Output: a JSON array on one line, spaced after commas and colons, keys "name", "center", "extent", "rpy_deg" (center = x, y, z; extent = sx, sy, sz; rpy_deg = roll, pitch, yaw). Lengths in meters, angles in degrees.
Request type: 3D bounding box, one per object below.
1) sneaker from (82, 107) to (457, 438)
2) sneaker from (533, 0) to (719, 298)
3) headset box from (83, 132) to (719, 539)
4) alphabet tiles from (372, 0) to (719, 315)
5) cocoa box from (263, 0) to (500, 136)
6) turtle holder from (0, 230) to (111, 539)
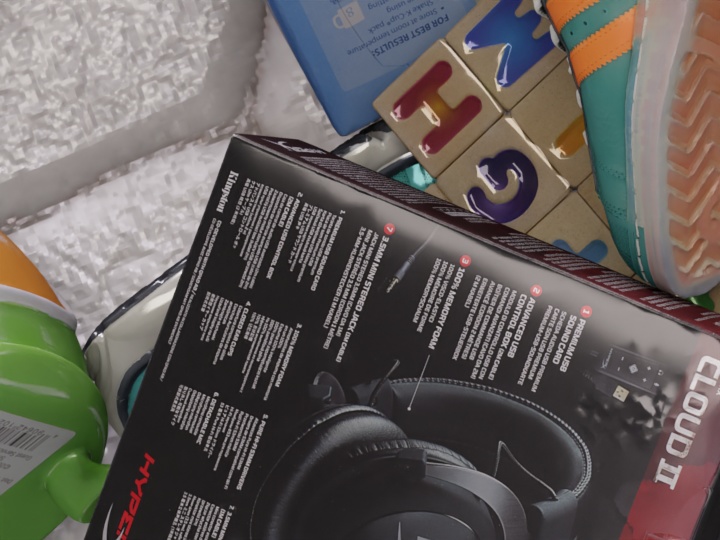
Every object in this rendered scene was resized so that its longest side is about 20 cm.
[{"name": "sneaker", "center": [0.000, 0.000, 0.967], "extent": [0.200, 0.078, 0.080], "rpy_deg": [-36, 93, 3]}, {"name": "sneaker", "center": [0.083, -0.094, 0.853], "extent": [0.080, 0.071, 0.201], "rpy_deg": [16, 116, 44]}, {"name": "headset box", "center": [0.032, 0.062, 0.872], "extent": [0.199, 0.077, 0.150], "rpy_deg": [22, 97, 14]}, {"name": "alphabet tiles", "center": [0.102, -0.035, 0.889], "extent": [0.200, 0.006, 0.167], "rpy_deg": [-43, 80, 16]}, {"name": "cocoa box", "center": [0.040, -0.166, 0.941], "extent": [0.199, 0.134, 0.131], "rpy_deg": [-27, 43, 1]}, {"name": "turtle holder", "center": [-0.169, 0.054, 0.946], "extent": [0.140, 0.186, 0.132], "rpy_deg": [-5, 55, -28]}]
